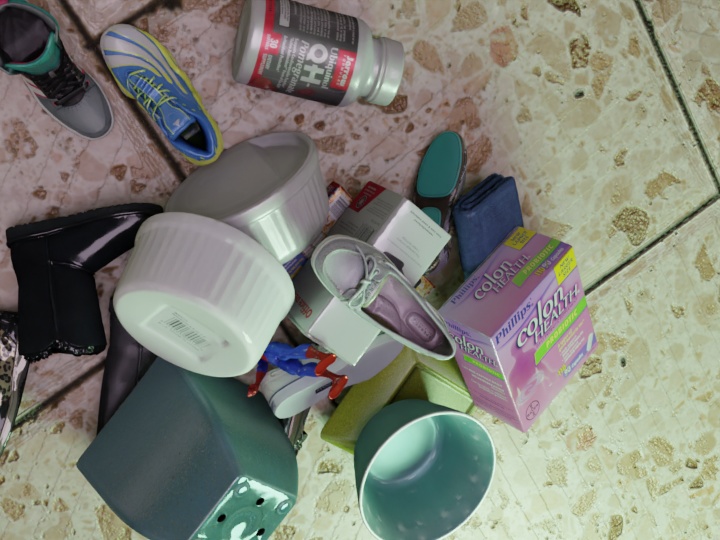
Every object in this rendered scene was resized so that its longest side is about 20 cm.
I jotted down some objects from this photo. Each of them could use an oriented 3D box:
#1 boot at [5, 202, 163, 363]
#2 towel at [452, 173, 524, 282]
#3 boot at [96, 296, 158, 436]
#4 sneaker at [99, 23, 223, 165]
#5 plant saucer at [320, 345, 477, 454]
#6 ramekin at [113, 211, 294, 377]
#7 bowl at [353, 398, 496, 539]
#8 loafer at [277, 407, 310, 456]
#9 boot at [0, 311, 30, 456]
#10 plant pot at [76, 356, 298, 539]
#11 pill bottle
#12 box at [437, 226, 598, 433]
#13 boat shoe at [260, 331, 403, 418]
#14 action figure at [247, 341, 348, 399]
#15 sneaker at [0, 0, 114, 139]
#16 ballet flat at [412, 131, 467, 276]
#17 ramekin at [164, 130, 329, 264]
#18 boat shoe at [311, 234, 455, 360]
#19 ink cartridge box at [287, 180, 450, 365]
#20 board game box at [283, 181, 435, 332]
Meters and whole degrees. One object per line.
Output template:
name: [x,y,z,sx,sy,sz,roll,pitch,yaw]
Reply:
boot: [-0.324,0.016,1.124,0.198,0.076,0.170,-12,83,-6]
towel: [0.178,-0.025,1.266,0.111,0.048,0.202,-36,130,-29]
boot: [-0.254,0.138,1.207,0.163,0.066,0.203,5,101,-15]
sneaker: [-0.231,-0.210,1.108,0.076,0.105,0.200,-43,111,-2]
plant saucer: [0.075,0.201,1.302,0.199,0.048,0.201,33,95,-32]
ramekin: [-0.184,0.035,1.061,0.200,0.200,0.098,37,55,-20]
bowl: [0.069,0.252,1.230,0.199,0.105,0.203,-10,115,-22]
loafer: [-0.090,0.211,1.272,0.062,0.072,0.202,11,98,-24]
boot: [-0.493,0.137,1.134,0.152,0.073,0.206,14,91,-21]
plant pot: [-0.191,0.252,1.148,0.197,0.200,0.195,-52,135,1]
pill bottle: [-0.051,-0.265,1.143,0.198,0.111,0.112,10,101,-18]
box: [0.216,0.080,1.243,0.176,0.096,0.201,-44,132,-21]
boat shoe: [-0.039,0.119,1.217,0.199,0.070,0.071,-27,148,-15]
action figure: [-0.118,0.121,1.141,0.099,0.199,0.066,-42,126,-25]
sneaker: [-0.355,-0.231,1.059,0.083,0.121,0.200,-40,110,-3]
ballet flat: [0.105,-0.086,1.253,0.071,0.072,0.203,19,77,-19]
ramekin: [-0.128,-0.077,1.128,0.201,0.202,0.095,-31,121,-6]
boat shoe: [0.030,0.033,1.057,0.202,0.065,0.075,42,88,-22]
ink cartridge box: [0.000,0.000,1.153,0.083,0.145,0.201,37,90,-23]
board game box: [-0.018,0.005,1.252,0.152,0.046,0.200,-45,110,-2]
